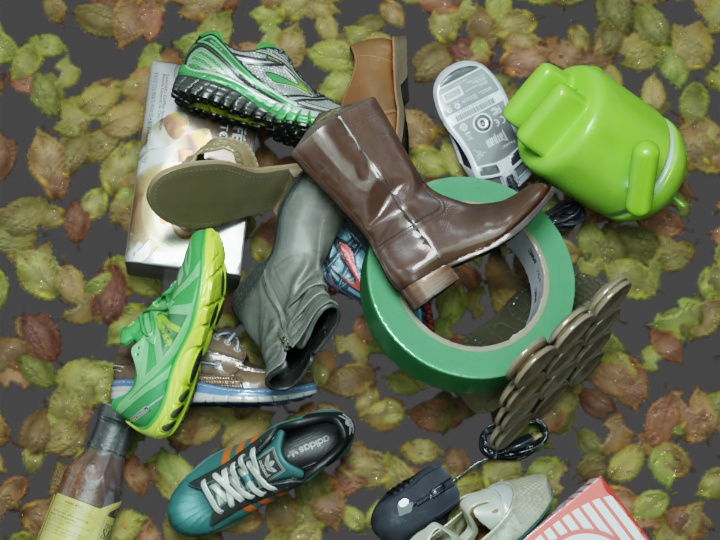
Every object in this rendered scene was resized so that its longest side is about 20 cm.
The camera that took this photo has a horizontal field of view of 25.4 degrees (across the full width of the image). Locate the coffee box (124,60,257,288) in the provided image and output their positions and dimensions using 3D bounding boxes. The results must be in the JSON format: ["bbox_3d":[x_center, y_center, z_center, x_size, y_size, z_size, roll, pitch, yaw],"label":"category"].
[{"bbox_3d":[-0.162,-0.093,1.566,0.114,0.080,0.201,8,79,-5],"label":"coffee box"}]

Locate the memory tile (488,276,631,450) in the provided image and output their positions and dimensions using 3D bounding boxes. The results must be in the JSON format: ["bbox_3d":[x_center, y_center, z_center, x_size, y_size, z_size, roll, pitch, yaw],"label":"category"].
[{"bbox_3d":[0.182,0.088,1.489,0.153,0.200,0.017,-38,70,-20],"label":"memory tile"}]

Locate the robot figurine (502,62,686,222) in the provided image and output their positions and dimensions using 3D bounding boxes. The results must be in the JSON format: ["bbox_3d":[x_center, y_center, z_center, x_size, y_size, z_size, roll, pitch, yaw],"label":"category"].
[{"bbox_3d":[0.234,-0.121,1.555,0.199,0.176,0.116,29,110,-30],"label":"robot figurine"}]

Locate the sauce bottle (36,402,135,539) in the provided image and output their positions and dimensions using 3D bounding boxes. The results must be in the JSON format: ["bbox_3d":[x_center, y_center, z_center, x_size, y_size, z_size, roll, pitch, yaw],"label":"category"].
[{"bbox_3d":[-0.261,0.226,1.512,0.066,0.066,0.201,21,81,0],"label":"sauce bottle"}]

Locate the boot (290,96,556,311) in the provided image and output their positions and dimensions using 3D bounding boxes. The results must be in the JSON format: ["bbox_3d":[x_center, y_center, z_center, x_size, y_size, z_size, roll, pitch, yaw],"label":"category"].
[{"bbox_3d":[0.057,-0.092,1.462,0.186,0.064,0.200,-36,86,-18],"label":"boot"}]

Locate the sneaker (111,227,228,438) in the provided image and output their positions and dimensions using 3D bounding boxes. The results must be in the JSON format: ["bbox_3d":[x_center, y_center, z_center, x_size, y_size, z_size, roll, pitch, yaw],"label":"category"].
[{"bbox_3d":[-0.178,0.052,1.477,0.083,0.074,0.201,18,86,6],"label":"sneaker"}]

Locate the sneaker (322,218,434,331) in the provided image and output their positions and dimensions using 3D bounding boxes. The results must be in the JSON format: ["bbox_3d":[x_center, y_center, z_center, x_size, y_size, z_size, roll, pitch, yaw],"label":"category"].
[{"bbox_3d":[0.000,0.000,1.574,0.095,0.079,0.201,-31,76,5],"label":"sneaker"}]

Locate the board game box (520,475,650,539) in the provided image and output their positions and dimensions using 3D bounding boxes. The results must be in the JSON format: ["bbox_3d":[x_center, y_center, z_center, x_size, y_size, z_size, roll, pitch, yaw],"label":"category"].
[{"bbox_3d":[0.230,0.323,1.534,0.151,0.046,0.200,-37,84,-9],"label":"board game box"}]

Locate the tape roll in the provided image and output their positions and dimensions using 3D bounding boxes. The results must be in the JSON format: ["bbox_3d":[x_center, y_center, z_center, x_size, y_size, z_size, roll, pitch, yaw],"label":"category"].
[{"bbox_3d":[0.100,0.012,1.502,0.199,0.048,0.202,3,68,-8],"label":"tape roll"}]

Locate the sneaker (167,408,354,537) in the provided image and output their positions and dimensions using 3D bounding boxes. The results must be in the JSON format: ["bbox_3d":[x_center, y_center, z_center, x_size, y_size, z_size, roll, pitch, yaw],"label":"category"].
[{"bbox_3d":[-0.096,0.187,1.520,0.199,0.080,0.072,-30,83,-8],"label":"sneaker"}]

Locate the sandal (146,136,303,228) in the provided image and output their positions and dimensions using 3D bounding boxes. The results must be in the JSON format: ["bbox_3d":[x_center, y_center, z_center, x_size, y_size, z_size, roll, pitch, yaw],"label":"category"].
[{"bbox_3d":[-0.123,-0.091,1.496,0.211,0.078,0.070,-2,44,-39],"label":"sandal"}]

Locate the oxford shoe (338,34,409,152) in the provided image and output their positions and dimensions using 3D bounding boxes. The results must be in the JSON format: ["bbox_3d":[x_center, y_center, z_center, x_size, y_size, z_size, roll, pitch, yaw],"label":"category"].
[{"bbox_3d":[0.014,-0.143,1.584,0.071,0.071,0.201,-1,58,1],"label":"oxford shoe"}]

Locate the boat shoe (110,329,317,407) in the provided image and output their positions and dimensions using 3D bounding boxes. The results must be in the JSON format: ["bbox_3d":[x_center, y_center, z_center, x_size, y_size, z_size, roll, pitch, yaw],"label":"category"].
[{"bbox_3d":[-0.140,0.094,1.538,0.198,0.072,0.073,0,81,-3],"label":"boat shoe"}]

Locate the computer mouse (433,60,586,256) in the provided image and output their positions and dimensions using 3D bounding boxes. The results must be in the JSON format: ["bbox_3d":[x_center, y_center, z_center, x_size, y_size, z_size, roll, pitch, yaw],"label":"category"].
[{"bbox_3d":[0.138,-0.117,1.611,0.109,0.044,0.201,-25,88,-3],"label":"computer mouse"}]

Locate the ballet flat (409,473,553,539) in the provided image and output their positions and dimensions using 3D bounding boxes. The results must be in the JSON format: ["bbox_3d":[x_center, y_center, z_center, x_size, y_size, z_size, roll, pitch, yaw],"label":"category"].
[{"bbox_3d":[0.100,0.252,1.523,0.200,0.067,0.062,-40,120,-9],"label":"ballet flat"}]

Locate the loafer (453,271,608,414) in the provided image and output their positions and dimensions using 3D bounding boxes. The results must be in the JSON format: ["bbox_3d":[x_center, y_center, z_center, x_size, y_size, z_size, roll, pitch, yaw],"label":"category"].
[{"bbox_3d":[0.163,0.070,1.566,0.199,0.068,0.076,-30,39,-19],"label":"loafer"}]

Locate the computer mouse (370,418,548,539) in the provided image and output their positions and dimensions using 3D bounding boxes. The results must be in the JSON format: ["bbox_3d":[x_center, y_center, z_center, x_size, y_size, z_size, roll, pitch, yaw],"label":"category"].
[{"bbox_3d":[0.098,0.201,1.554,0.199,0.034,0.059,-33,83,-9],"label":"computer mouse"}]

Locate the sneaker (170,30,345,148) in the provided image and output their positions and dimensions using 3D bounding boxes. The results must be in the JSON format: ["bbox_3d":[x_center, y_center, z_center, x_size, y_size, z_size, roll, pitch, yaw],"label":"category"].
[{"bbox_3d":[-0.073,-0.171,1.512,0.199,0.078,0.086,19,76,-10],"label":"sneaker"}]

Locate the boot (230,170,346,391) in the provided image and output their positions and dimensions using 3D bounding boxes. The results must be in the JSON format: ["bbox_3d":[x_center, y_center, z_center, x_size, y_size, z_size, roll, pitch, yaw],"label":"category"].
[{"bbox_3d":[-0.043,0.006,1.482,0.067,0.131,0.201,17,112,-33],"label":"boot"}]
